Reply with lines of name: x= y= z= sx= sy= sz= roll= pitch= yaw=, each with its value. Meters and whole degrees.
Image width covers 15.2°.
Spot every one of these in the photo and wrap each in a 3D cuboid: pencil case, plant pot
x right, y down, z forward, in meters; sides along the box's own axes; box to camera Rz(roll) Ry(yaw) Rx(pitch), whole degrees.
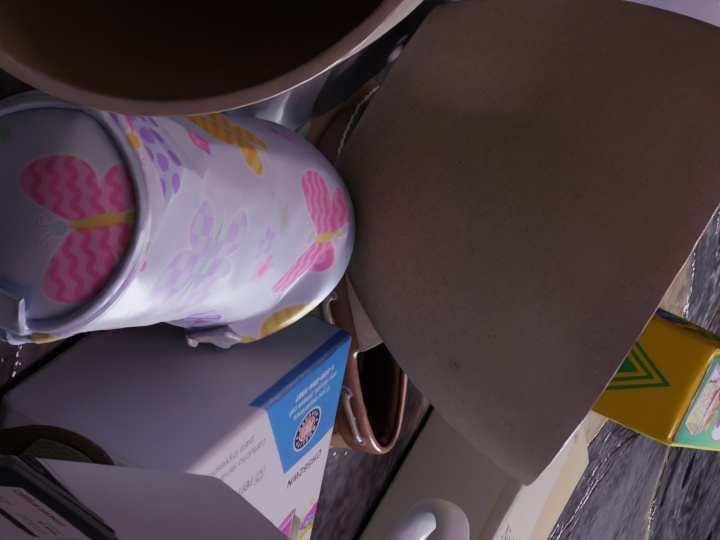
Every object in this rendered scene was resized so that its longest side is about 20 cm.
pencil case: x=-0.075 y=-0.017 z=0.978 sx=0.091 sy=0.083 sz=0.200 roll=-55 pitch=162 yaw=10
plant pot: x=0.063 y=-0.033 z=1.088 sx=0.201 sy=0.134 sz=0.200 roll=-58 pitch=178 yaw=-4
plant pot: x=-0.026 y=-0.144 z=0.832 sx=0.188 sy=0.187 sz=0.200 roll=-70 pitch=166 yaw=11

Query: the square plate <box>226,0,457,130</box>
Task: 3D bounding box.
square plate: x=0.033 y=-0.138 z=1.063 sx=0.198 sy=0.028 sz=0.200 roll=-42 pitch=170 yaw=-32

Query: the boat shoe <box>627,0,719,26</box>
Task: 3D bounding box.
boat shoe: x=0.116 y=-0.137 z=1.239 sx=0.070 sy=0.066 sz=0.200 roll=-34 pitch=106 yaw=-20

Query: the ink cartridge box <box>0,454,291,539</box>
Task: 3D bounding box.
ink cartridge box: x=-0.129 y=0.138 z=0.875 sx=0.200 sy=0.084 sz=0.145 roll=9 pitch=106 yaw=-36

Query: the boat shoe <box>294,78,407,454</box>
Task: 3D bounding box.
boat shoe: x=0.000 y=0.000 z=1.200 sx=0.076 sy=0.072 sz=0.200 roll=-48 pitch=152 yaw=-42

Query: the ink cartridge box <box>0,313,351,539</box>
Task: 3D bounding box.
ink cartridge box: x=-0.085 y=0.120 z=1.100 sx=0.145 sy=0.085 sz=0.200 roll=-39 pitch=148 yaw=-52

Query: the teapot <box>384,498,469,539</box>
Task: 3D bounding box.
teapot: x=-0.016 y=0.235 z=1.319 sx=0.146 sy=0.200 sz=0.198 roll=-123 pitch=-165 yaw=-71

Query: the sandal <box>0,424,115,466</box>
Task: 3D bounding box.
sandal: x=-0.150 y=0.146 z=0.973 sx=0.055 sy=0.082 sz=0.200 roll=30 pitch=84 yaw=-79

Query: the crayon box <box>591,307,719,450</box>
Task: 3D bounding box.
crayon box: x=0.117 y=0.034 z=1.393 sx=0.058 sy=0.172 sz=0.200 roll=-67 pitch=161 yaw=3

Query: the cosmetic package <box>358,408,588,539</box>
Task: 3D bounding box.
cosmetic package: x=0.050 y=0.156 z=1.506 sx=0.200 sy=0.071 sz=0.105 roll=-59 pitch=159 yaw=-18
